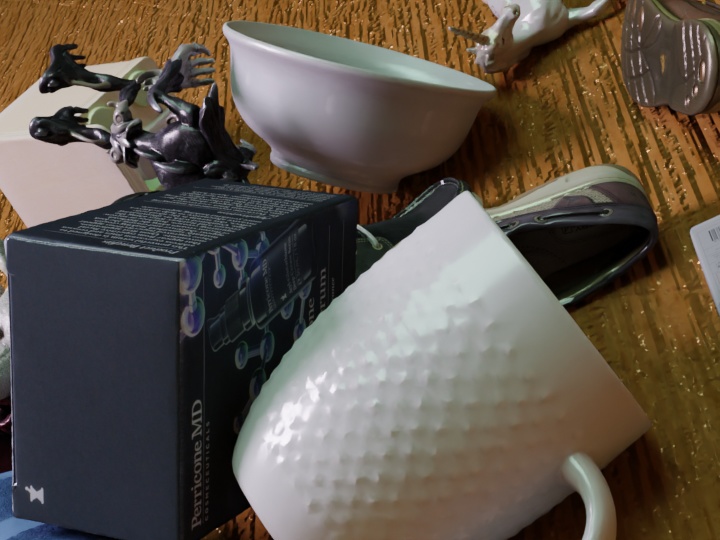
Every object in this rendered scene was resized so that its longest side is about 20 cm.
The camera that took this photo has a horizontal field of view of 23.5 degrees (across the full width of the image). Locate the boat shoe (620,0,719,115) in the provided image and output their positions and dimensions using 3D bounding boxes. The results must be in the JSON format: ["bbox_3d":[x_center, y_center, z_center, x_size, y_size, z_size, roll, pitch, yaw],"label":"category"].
[{"bbox_3d":[0.219,-0.138,1.117,0.067,0.073,0.200,0,15,-10],"label":"boat shoe"}]

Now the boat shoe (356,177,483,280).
[{"bbox_3d":[0.000,0.000,1.106,0.200,0.068,0.072,-41,25,-20],"label":"boat shoe"}]

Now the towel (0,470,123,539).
[{"bbox_3d":[-0.149,0.149,0.911,0.111,0.049,0.200,-12,19,-24],"label":"towel"}]

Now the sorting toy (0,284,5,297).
[{"bbox_3d":[-0.290,0.050,1.195,0.106,0.181,0.200,-3,36,30],"label":"sorting toy"}]

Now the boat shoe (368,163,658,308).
[{"bbox_3d":[0.081,0.003,1.007,0.199,0.072,0.065,-24,21,3],"label":"boat shoe"}]

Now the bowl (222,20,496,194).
[{"bbox_3d":[-0.010,-0.111,1.236,0.199,0.091,0.201,14,13,-3],"label":"bowl"}]

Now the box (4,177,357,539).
[{"bbox_3d":[-0.090,0.041,0.931,0.106,0.150,0.200,7,15,25],"label":"box"}]

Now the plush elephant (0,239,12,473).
[{"bbox_3d":[-0.219,0.079,1.082,0.164,0.156,0.200,36,48,22],"label":"plush elephant"}]

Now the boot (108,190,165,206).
[{"bbox_3d":[-0.141,0.009,1.137,0.157,0.211,0.080,-8,74,34],"label":"boot"}]

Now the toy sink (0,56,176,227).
[{"bbox_3d":[-0.199,-0.090,1.409,0.199,0.131,0.112,1,40,50],"label":"toy sink"}]

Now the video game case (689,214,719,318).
[{"bbox_3d":[0.251,0.002,0.879,0.142,0.018,0.200,-25,26,13],"label":"video game case"}]

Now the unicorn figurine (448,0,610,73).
[{"bbox_3d":[0.135,-0.210,1.332,0.137,0.074,0.200,-39,11,7],"label":"unicorn figurine"}]

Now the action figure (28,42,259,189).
[{"bbox_3d":[-0.133,-0.099,1.208,0.199,0.120,0.102,23,37,26],"label":"action figure"}]

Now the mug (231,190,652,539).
[{"bbox_3d":[0.043,0.090,0.838,0.175,0.148,0.200,-39,56,4],"label":"mug"}]
